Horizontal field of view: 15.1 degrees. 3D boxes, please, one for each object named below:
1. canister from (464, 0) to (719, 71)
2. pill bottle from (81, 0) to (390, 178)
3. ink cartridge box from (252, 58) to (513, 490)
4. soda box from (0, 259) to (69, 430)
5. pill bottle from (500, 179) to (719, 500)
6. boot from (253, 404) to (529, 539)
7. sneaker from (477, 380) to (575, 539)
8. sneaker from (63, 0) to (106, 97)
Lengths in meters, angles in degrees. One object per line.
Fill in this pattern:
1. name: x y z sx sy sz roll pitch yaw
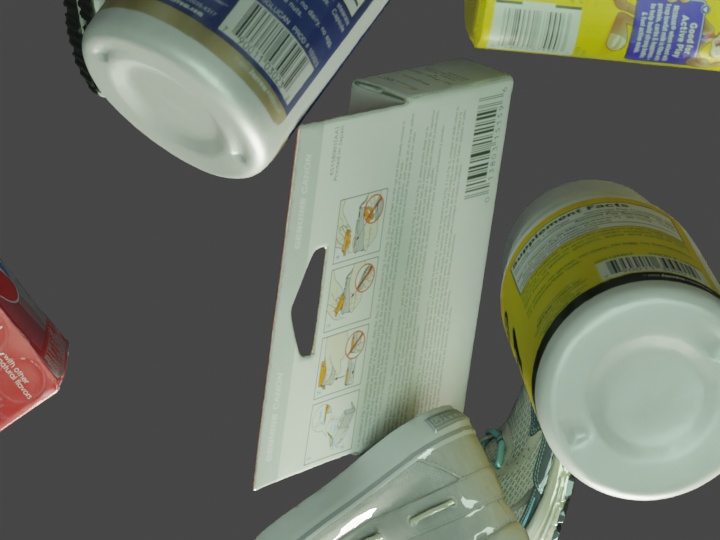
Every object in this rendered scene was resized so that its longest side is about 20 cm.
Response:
1. canister: 0.160 -0.175 1.387 0.199 0.087 0.149 5 110 -5
2. pill bottle: -0.038 -0.153 1.329 0.111 0.111 0.200 43 68 -17
3. ink cartridge box: 0.000 0.000 1.403 0.173 0.043 0.201 -15 119 -47
4. soda box: -0.240 -0.005 1.429 0.070 0.063 0.200 -34 109 8
5. pill bottle: 0.133 0.028 1.397 0.114 0.200 0.115 -1 110 -4
6. boot: 0.008 0.160 1.457 0.200 0.073 0.096 -43 71 42
7. sneaker: 0.062 0.141 1.501 0.086 0.078 0.201 17 107 -6
8. sneaker: -0.114 -0.192 1.376 0.080 0.074 0.201 -12 115 -17
